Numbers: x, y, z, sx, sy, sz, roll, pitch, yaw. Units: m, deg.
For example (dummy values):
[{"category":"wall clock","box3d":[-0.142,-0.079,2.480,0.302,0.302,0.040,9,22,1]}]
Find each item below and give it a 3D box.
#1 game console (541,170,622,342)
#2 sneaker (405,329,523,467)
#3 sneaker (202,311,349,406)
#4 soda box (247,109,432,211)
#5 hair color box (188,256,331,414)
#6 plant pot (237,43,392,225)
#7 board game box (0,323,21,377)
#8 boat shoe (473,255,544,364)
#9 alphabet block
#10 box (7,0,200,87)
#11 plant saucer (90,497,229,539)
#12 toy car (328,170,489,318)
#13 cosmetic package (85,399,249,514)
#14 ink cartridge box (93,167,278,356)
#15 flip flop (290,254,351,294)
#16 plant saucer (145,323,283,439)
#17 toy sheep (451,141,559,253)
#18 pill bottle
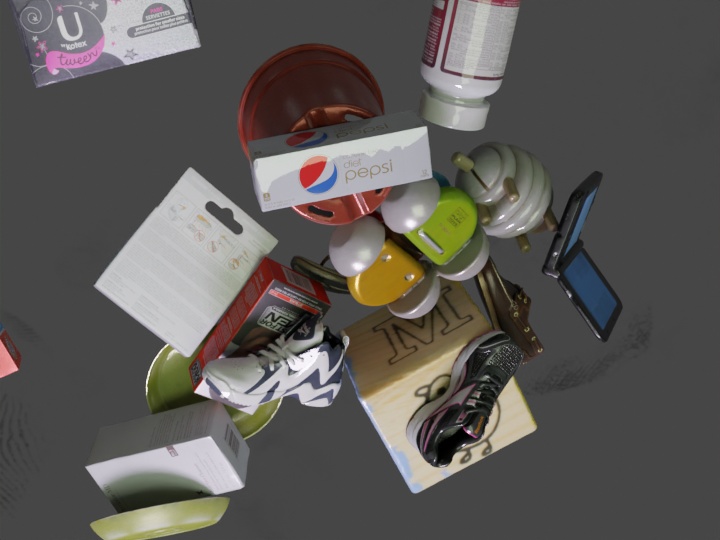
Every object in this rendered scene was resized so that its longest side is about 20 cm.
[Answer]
[{"category":"game console","box3d":[0.327,-0.025,1.429,0.115,0.200,0.178,23,110,14]},{"category":"sneaker","box3d":[0.146,0.174,1.338,0.080,0.086,0.201,28,104,-24]},{"category":"sneaker","box3d":[-0.100,0.106,1.357,0.197,0.080,0.131,12,115,-27]},{"category":"soda box","box3d":[-0.024,-0.124,1.170,0.198,0.068,0.064,-12,116,-7]},{"category":"hair color box","box3d":[-0.138,0.091,1.420,0.101,0.061,0.201,25,111,-30]},{"category":"plant pot","box3d":[-0.046,-0.160,1.298,0.198,0.196,0.203,-5,115,-10]},{"category":"board game box","box3d":[-0.576,0.102,1.381,0.198,0.040,0.154,-24,117,-2]},{"category":"boat shoe","box3d":[0.216,0.054,1.527,0.070,0.071,0.201,-21,126,5]},{"category":"alphabet block","box3d":[0.102,0.154,1.476,0.199,0.197,0.196,-29,119,1]},{"category":"box","box3d":[-0.298,-0.308,1.217,0.198,0.115,0.133,-15,116,-6]},{"category":"plant saucer","box3d":[-0.283,0.359,1.493,0.198,0.200,0.031,-9,75,-9]},{"category":"toy car","box3d":[0.058,-0.050,1.364,0.200,0.151,0.175,-39,128,17]},{"category":"cosmetic package","box3d":[-0.270,0.264,1.470,0.198,0.081,0.113,-18,123,14]},{"category":"ink cartridge box","box3d":[-0.234,-0.010,1.405,0.162,0.057,0.201,40,80,-16]},{"category":"flip flop","box3d":[0.000,0.000,1.455,0.198,0.081,0.058,7,78,-7]},{"category":"plant saucer","box3d":[-0.208,0.160,1.498,0.198,0.031,0.202,-5,115,-11]},{"category":"toy sheep","box3d":[0.193,-0.107,1.410,0.138,0.138,0.199,-47,130,10]},{"category":"pill bottle","box3d":[0.136,-0.289,1.329,0.108,0.110,0.202,5,114,-15]}]
